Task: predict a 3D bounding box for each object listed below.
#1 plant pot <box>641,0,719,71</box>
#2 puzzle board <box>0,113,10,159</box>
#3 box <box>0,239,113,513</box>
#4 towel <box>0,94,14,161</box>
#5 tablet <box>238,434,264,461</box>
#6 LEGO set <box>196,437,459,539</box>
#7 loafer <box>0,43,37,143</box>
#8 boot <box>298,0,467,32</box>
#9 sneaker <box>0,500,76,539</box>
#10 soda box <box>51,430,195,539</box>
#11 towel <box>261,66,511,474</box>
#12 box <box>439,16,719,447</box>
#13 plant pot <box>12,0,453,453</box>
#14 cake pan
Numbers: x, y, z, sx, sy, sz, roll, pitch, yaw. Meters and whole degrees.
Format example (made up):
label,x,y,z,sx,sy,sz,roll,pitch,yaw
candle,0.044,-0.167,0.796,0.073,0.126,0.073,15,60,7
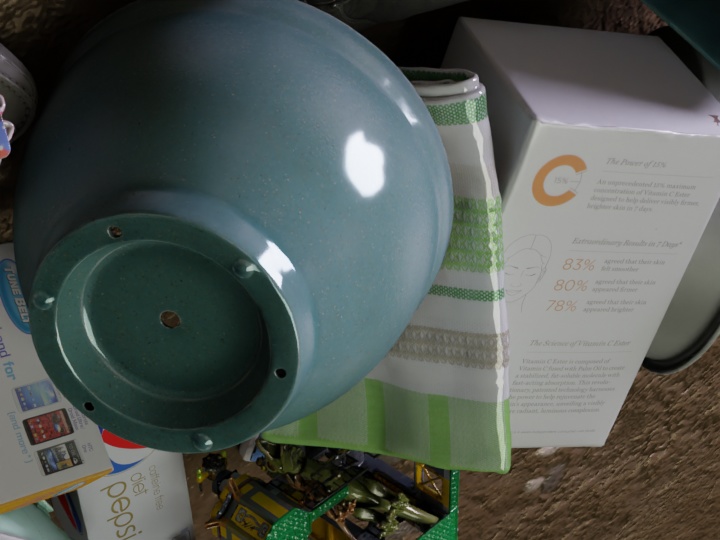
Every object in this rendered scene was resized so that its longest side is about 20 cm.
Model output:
label,x,y,z,sx,sy,sz,roll,pitch,yaw
plant pot,0.240,-0.206,0.998,0.199,0.141,0.142,-20,143,-35
puzzle board,-0.238,-0.091,0.712,0.199,0.152,0.017,-17,-178,-26
box,-0.198,0.058,0.883,0.199,0.120,0.041,-16,172,-40
towel,-0.232,-0.018,0.828,0.146,0.030,0.200,-17,170,-25
tablet,0.028,0.063,1.181,0.199,0.014,0.130,-16,159,-18
LEGO set,-0.035,0.120,1.105,0.200,0.116,0.154,-40,141,-29
loafer,-0.210,-0.077,0.801,0.199,0.070,0.070,10,125,-47
boot,0.043,-0.177,0.909,0.199,0.073,0.182,-17,155,-17
sneaker,-0.188,0.096,0.974,0.073,0.119,0.200,-16,149,26
soda box,-0.137,0.087,1.061,0.063,0.068,0.201,-24,143,-19
towel,0.000,0.000,0.956,0.031,0.149,0.201,-34,124,-52
box,0.089,-0.015,1.009,0.124,0.098,0.201,2,126,-27
plant pot,-0.068,-0.005,0.865,0.199,0.134,0.201,6,123,10
cake pan,0.166,-0.045,1.082,0.037,0.201,0.201,10,129,-15
